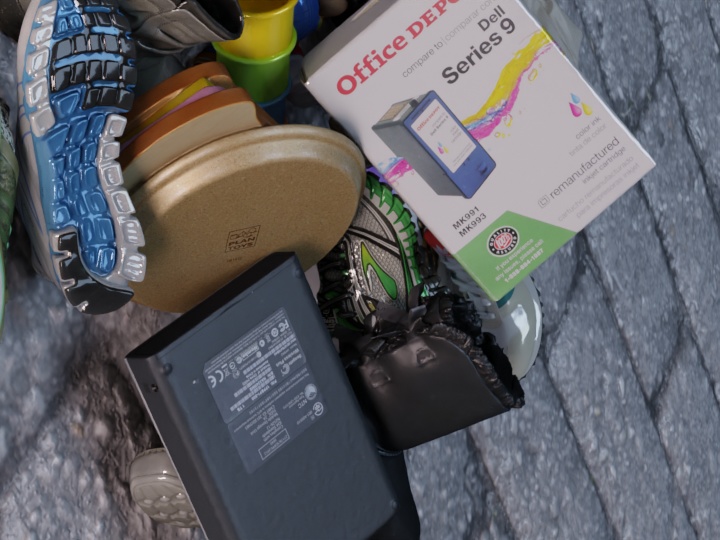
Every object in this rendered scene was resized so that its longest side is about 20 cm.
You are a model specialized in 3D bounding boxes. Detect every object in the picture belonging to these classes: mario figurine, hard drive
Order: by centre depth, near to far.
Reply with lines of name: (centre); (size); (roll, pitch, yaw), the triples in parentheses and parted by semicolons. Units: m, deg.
hard drive: (-0.057, 0.108, 1.236); (0.140, 0.033, 0.200); (-37, 113, -38)
mario figurine: (-0.036, -0.199, 1.377); (0.106, 0.123, 0.200); (39, 45, 5)

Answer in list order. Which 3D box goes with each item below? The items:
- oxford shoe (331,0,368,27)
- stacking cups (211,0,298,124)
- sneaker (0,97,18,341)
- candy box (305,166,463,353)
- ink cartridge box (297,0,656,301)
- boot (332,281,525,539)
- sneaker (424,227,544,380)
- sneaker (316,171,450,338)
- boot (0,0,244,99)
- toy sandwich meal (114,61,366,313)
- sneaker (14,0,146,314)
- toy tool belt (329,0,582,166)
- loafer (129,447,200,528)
oxford shoe: (0.005, -0.233, 1.508); (0.073, 0.084, 0.200); (34, 38, -38)
stacking cups: (-0.073, -0.111, 1.290); (0.200, 0.060, 0.061); (94, 18, -44)
sneaker: (-0.219, -0.021, 1.092); (0.089, 0.077, 0.200); (13, 79, -72)
candy box: (0.011, -0.011, 1.488); (0.200, 0.072, 0.168); (-23, 107, -58)
ink cartridge box: (0.075, -0.103, 1.277); (0.200, 0.145, 0.088); (49, 5, -12)
boot: (0.038, 0.111, 1.342); (0.198, 0.162, 0.073); (55, 17, -28)
sneaker: (0.086, -0.006, 1.496); (0.093, 0.070, 0.200); (-8, 96, -43)
sneaker: (0.000, 0.000, 1.344); (0.085, 0.078, 0.200); (-44, 116, -25)
boot: (-0.126, -0.142, 1.197); (0.200, 0.131, 0.068); (38, 55, -53)
toy sandwich meal: (-0.092, -0.049, 1.241); (0.205, 0.205, 0.070); (28, 31, -57)
sneaker: (-0.181, -0.077, 1.136); (0.075, 0.087, 0.200); (-10, 108, -37)
toy tool belt: (0.051, -0.167, 1.371); (0.123, 0.200, 0.125); (62, 22, -26)
loafer: (-0.094, 0.140, 1.299); (0.200, 0.070, 0.070); (33, 52, -62)
